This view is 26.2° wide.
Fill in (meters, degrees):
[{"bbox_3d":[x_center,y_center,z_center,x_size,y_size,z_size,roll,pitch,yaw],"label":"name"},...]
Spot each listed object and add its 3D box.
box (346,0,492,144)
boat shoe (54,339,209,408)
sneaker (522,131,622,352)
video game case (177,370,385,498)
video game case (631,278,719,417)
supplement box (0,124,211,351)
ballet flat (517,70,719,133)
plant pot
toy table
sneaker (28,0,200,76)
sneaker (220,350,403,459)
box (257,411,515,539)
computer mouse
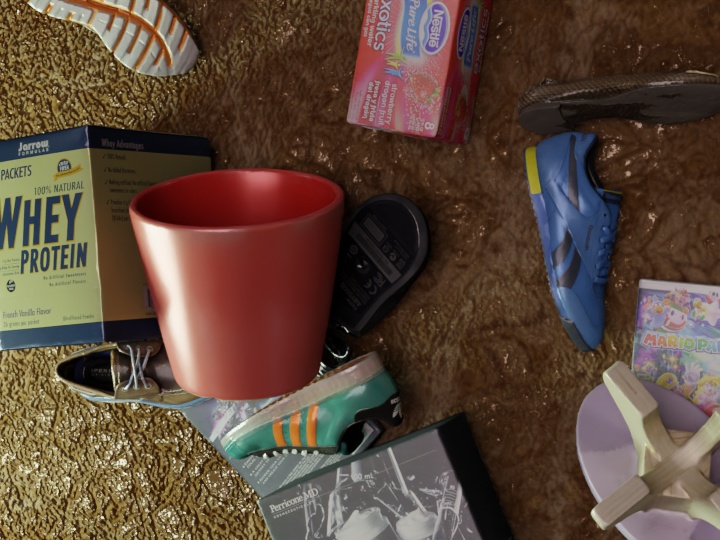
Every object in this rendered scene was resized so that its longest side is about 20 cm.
[{"bbox_3d":[0.061,-0.225,1.454,0.095,0.100,0.202,12,95,22],"label":"box"},{"bbox_3d":[-0.225,0.106,1.577,0.199,0.072,0.073,-10,78,29],"label":"boat shoe"},{"bbox_3d":[0.207,-0.028,1.417,0.078,0.066,0.202,-12,86,18],"label":"sneaker"},{"bbox_3d":[-0.089,0.144,1.566,0.200,0.019,0.143,44,106,17],"label":"video game case"},{"bbox_3d":[0.315,0.114,1.400,0.142,0.018,0.202,6,93,23],"label":"video game case"},{"bbox_3d":[-0.249,-0.030,1.525,0.133,0.200,0.202,-6,88,29],"label":"supplement box"},{"bbox_3d":[0.239,-0.162,1.410,0.198,0.067,0.047,-5,59,25],"label":"ballet flat"},{"bbox_3d":[-0.111,0.014,1.452,0.199,0.200,0.179,7,112,22],"label":"plant pot"},{"bbox_3d":[0.267,0.167,1.322,0.200,0.117,0.184,39,76,17],"label":"toy table"},{"bbox_3d":[-0.251,-0.271,1.599,0.199,0.077,0.079,32,108,0],"label":"sneaker"},{"bbox_3d":[-0.048,0.153,1.502,0.199,0.071,0.080,-28,91,28],"label":"sneaker"},{"bbox_3d":[0.034,0.258,1.462,0.199,0.104,0.183,-24,85,18],"label":"box"},{"bbox_3d":[0.000,0.000,1.514,0.200,0.053,0.139,-44,74,28],"label":"computer mouse"}]
